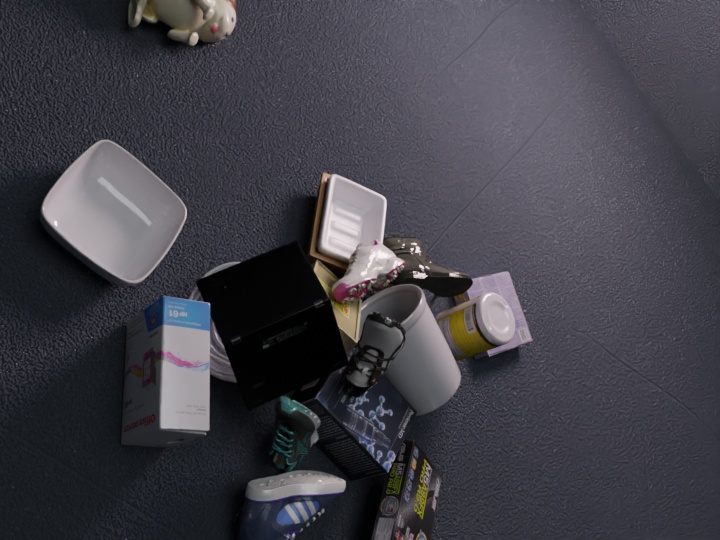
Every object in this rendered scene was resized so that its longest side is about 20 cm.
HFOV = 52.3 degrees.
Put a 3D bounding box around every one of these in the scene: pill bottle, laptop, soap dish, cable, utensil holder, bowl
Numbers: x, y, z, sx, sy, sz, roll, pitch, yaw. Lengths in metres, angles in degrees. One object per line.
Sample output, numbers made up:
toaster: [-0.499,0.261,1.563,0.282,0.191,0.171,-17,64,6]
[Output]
pill bottle: [0.222,0.129,1.565,0.110,0.199,0.113,18,60,-34]
laptop: [-0.145,0.088,1.218,0.185,0.116,0.202,-23,114,-15]
soap dish: [-0.030,-0.084,1.510,0.156,0.081,0.202,21,58,-23]
cable: [-0.202,0.090,1.250,0.197,0.069,0.203,9,75,-11]
utensil holder: [0.087,0.157,1.433,0.201,0.168,0.170,60,43,-24]
bowl: [-0.405,-0.084,1.193,0.199,0.074,0.201,42,48,-19]

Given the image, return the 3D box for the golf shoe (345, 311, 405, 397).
golf shoe: [0.022,0.149,1.238,0.077,0.201,0.095,23,55,8]

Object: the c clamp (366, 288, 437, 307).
c clamp: [0.048,0.090,1.509,0.198,0.027,0.173,26,87,-28]

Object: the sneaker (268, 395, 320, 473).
sneaker: [-0.116,0.281,1.221,0.077,0.201,0.092,23,61,17]

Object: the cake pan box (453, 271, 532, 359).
cake pan box: [0.321,0.105,1.771,0.198,0.052,0.187,-11,80,-44]

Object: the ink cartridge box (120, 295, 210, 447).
ink cartridge box: [-0.298,0.159,1.125,0.084,0.144,0.203,11,63,-37]

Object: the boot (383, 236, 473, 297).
boot: [0.139,-0.018,1.545,0.198,0.068,0.132,6,48,-27]

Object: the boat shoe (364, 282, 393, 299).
boat shoe: [0.072,0.001,1.583,0.200,0.066,0.075,-37,97,-45]

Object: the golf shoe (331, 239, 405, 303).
golf shoe: [0.000,0.000,1.394,0.092,0.075,0.199,51,37,12]

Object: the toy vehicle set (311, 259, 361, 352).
toy vehicle set: [-0.054,0.061,1.352,0.124,0.026,0.200,43,16,-12]

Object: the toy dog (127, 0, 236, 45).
toy dog: [-0.339,-0.512,1.428,0.198,0.141,0.194,18,23,-33]

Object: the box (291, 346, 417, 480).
box: [-0.016,0.261,1.358,0.200,0.107,0.149,48,46,-15]

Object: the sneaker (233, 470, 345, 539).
sneaker: [-0.115,0.419,1.216,0.198,0.080,0.149,6,90,-42]

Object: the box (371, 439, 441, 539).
box: [0.090,0.443,1.370,0.161,0.044,0.202,57,39,-41]
